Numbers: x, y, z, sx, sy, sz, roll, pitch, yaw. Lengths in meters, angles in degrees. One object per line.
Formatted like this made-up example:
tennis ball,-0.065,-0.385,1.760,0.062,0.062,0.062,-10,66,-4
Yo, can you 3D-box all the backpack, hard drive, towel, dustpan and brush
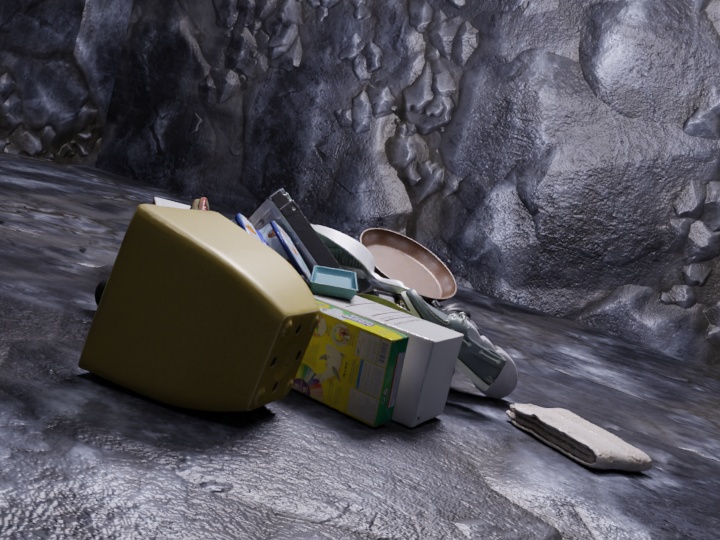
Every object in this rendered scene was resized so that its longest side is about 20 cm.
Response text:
backpack,-0.161,0.006,1.393,0.191,0.154,0.200,52,-7,-19
hard drive,-0.104,-0.029,1.497,0.201,0.038,0.139,55,-27,-3
towel,0.319,0.243,1.320,0.131,0.035,0.199,11,8,-34
dustpan and brush,0.000,0.000,1.496,0.197,0.058,0.141,11,-37,19

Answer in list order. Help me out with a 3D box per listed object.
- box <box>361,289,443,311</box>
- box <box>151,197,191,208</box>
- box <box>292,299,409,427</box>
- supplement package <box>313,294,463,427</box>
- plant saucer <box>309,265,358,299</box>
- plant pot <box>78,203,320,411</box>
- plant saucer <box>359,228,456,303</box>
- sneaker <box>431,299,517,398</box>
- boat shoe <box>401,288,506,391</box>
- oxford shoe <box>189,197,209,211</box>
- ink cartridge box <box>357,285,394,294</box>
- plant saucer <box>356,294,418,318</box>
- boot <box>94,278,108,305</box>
box,0.028,0.086,1.533,0.159,0.050,0.198,-16,-19,36
box,-0.328,-0.035,1.572,0.105,0.155,0.200,14,5,-16
box,-0.038,0.111,1.167,0.198,0.120,0.048,20,14,31
supplement package,0.023,0.118,1.242,0.197,0.123,0.119,19,9,25
plant saucer,-0.039,0.017,1.334,0.069,0.019,0.200,10,6,-2
plant pot,-0.164,0.060,1.033,0.198,0.198,0.194,27,9,17
plant saucer,0.080,-0.003,1.605,0.198,0.035,0.201,24,28,-13
sneaker,0.187,0.123,1.491,0.200,0.075,0.114,46,10,-31
boat shoe,0.141,0.092,1.353,0.200,0.062,0.073,47,6,-9
oxford shoe,-0.292,-0.028,1.429,0.073,0.203,0.071,12,-21,6
ink cartridge box,0.027,0.042,1.659,0.116,0.068,0.200,29,-28,-2
plant saucer,0.052,0.116,1.372,0.198,0.031,0.201,30,-26,16
boot,-0.277,0.054,1.287,0.195,0.075,0.162,3,10,-34
